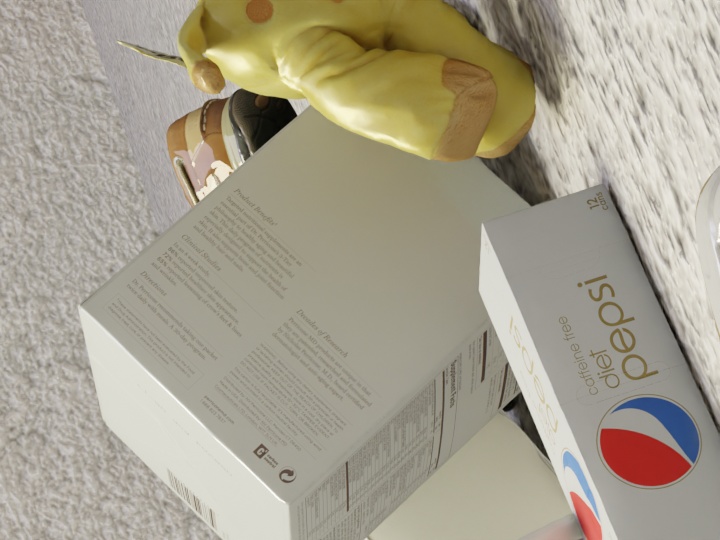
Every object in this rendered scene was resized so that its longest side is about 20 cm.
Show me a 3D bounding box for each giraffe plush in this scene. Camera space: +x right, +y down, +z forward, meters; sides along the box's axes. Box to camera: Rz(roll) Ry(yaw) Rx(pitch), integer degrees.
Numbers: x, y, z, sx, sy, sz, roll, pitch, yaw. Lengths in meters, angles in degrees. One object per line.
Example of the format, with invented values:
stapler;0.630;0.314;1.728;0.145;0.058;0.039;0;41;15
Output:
giraffe plush;0.002;-0.156;1.348;0.173;0.199;0.163;-111;36;-76

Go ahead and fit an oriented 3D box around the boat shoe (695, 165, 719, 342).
boat shoe;0.159;0.050;0.943;0.069;0.070;0.201;109;144;-79

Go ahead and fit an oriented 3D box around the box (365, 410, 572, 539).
box;0.049;0.163;1.647;0.128;0.109;0.200;47;163;20

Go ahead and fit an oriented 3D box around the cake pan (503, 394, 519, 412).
cake pan;0.020;0.009;1.686;0.200;0.037;0.201;49;162;22

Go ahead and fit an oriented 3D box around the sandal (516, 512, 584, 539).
sandal;0.102;0.152;1.344;0.050;0.082;0.202;54;-157;19

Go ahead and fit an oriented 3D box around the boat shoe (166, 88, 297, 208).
boat shoe;-0.050;-0.009;1.615;0.076;0.074;0.201;-50;-55;-56

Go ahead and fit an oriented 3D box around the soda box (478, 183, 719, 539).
soda box;0.116;0.066;1.282;0.068;0.063;0.201;88;162;-61

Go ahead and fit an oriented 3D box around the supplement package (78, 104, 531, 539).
supplement package;-0.016;0.033;1.464;0.152;0.200;0.151;42;161;18
